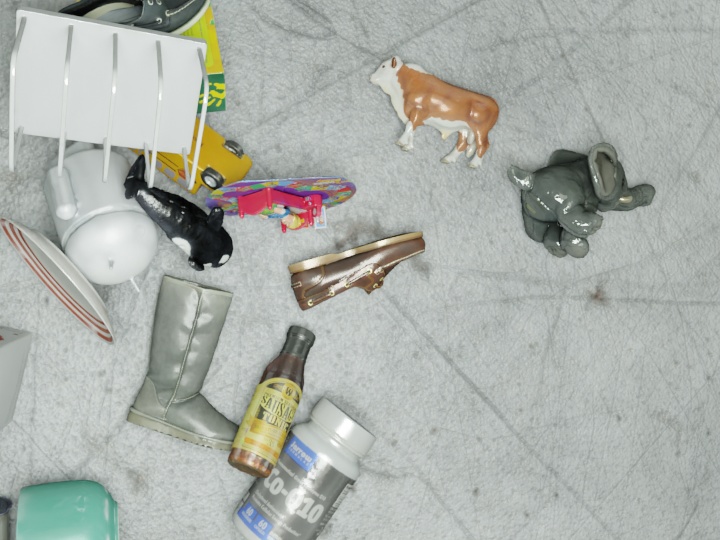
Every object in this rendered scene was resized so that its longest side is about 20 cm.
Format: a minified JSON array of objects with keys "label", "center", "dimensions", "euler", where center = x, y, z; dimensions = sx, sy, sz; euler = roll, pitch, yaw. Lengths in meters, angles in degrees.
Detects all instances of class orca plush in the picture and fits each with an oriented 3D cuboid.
[{"label":"orca plush","center":[-0.208,-0.074,0.964],"dimensions":[0.070,0.106,0.201],"euler":[-27,130,10]}]

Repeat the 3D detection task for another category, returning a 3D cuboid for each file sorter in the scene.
[{"label":"file sorter","center":[-0.268,-0.175,0.821],"dimensions":[0.196,0.125,0.140],"euler":[4,126,-22]}]

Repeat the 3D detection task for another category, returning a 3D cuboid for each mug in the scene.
[{"label":"mug","center":[-0.360,0.345,0.958],"dimensions":[0.112,0.185,0.155],"euler":[-3,68,-18]}]

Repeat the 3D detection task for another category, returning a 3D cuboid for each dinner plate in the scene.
[{"label":"dinner plate","center":[-0.359,0.009,0.921],"dimensions":[0.024,0.200,0.201],"euler":[-45,99,-23]}]

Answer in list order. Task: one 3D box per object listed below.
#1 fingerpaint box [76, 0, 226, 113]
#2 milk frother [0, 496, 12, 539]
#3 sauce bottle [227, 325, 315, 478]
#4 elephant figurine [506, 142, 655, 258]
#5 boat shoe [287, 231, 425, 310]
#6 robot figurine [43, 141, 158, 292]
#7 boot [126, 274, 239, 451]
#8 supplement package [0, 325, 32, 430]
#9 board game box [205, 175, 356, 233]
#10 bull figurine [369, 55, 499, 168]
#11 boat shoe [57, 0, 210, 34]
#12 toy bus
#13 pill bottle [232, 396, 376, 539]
[{"label":"fingerpaint box","center":[-0.263,-0.288,0.955],"dimensions":[0.164,0.074,0.203],"euler":[-9,62,-13]},{"label":"milk frother","center":[-0.510,0.387,0.889],"dimensions":[0.177,0.200,0.192],"euler":[-1,91,-8]},{"label":"sauce bottle","center":[-0.113,0.170,1.018],"dimensions":[0.065,0.066,0.203],"euler":[24,65,-12]},{"label":"elephant figurine","center":[0.329,-0.125,1.120],"dimensions":[0.141,0.156,0.200],"euler":[34,68,32]},{"label":"boat shoe","center":[0.000,0.000,1.064],"dimensions":[0.197,0.070,0.072],"euler":[-17,87,-3]},{"label":"robot figurine","center":[-0.318,-0.067,0.943],"dimensions":[0.112,0.169,0.202],"euler":[-35,63,11]},{"label":"boot","center":[-0.208,0.125,1.026],"dimensions":[0.179,0.072,0.203],"euler":[20,80,-14]},{"label":"supplement package","center":[-0.474,0.126,0.891],"dimensions":[0.119,0.200,0.122],"euler":[14,88,-13]},{"label":"board game box","center":[-0.100,-0.077,0.991],"dimensions":[0.196,0.158,0.040],"euler":[-5,80,-13]},{"label":"bull figurine","center":[0.103,-0.224,1.086],"dimensions":[0.196,0.065,0.124],"euler":[14,92,-10]},{"label":"boat shoe","center":[-0.262,-0.306,0.883],"dimensions":[0.197,0.067,0.075],"euler":[-28,64,-21]},{"label":"toy bus","center":[-0.242,-0.167,0.995],"dimensions":[0.199,0.078,0.066],"euler":[36,56,-11]},{"label":"pill bottle","center":[-0.072,0.279,1.028],"dimensions":[0.113,0.114,0.201],"euler":[37,83,-10]}]
